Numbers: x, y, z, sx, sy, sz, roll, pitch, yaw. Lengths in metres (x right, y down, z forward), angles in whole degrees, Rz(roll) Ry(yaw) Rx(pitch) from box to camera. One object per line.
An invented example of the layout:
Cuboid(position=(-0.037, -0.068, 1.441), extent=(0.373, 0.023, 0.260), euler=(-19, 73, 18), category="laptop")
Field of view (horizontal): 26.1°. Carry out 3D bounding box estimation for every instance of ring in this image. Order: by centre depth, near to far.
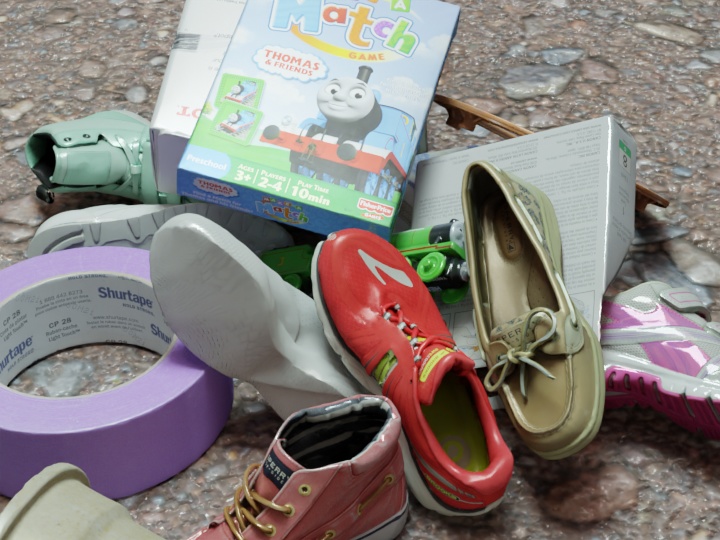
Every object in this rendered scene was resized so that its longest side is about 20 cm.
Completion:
Cuboid(position=(0.143, -0.087, 1.193), extent=(0.200, 0.019, 0.200), euler=(25, 5, -2), category="ring")

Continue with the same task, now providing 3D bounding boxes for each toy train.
Cuboid(position=(0.000, 0.000, 1.088), extent=(0.199, 0.042, 0.057), euler=(-9, 53, 40), category="toy train")

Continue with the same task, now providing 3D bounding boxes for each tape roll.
Cuboid(position=(-0.188, 0.067, 1.059), extent=(0.199, 0.066, 0.201), euler=(-1, 37, 1), category="tape roll")

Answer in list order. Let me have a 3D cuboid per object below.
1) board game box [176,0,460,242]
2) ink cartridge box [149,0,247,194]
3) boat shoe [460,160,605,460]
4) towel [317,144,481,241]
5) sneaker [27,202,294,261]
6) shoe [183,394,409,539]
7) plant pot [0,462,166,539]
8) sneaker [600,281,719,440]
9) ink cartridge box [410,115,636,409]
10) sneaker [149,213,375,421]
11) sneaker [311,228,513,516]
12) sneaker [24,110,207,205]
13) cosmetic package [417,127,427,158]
Cuboid(position=(-0.026, -0.121, 1.091), extent=(0.151, 0.037, 0.201), euler=(15, 59, 4), category="board game box")
Cuboid(position=(-0.067, -0.148, 1.174), extent=(0.145, 0.084, 0.201), euler=(10, 58, 1), category="ink cartridge box")
Cuboid(position=(0.099, 0.023, 0.976), extent=(0.073, 0.063, 0.201), euler=(-29, 53, 23), category="boat shoe")
Cuboid(position=(0.056, -0.047, 1.207), extent=(0.199, 0.024, 0.147), euler=(-14, 34, -28), category="towel")
Cuboid(position=(-0.149, -0.023, 1.179), extent=(0.199, 0.077, 0.081), euler=(2, 16, -3), category="sneaker")
Cuboid(position=(-0.058, 0.145, 0.921), extent=(0.199, 0.091, 0.071), euler=(-23, 41, -26), category="shoe")
Cuboid(position=(-0.098, 0.220, 0.761), extent=(0.183, 0.201, 0.201), euler=(19, 40, 9), category="plant pot")
Cuboid(position=(0.209, 0.051, 1.016), extent=(0.199, 0.081, 0.089), euler=(13, 70, 19), category="sneaker")
Cuboid(position=(0.105, 0.005, 1.055), extent=(0.160, 0.050, 0.201), euler=(-11, 64, 35), category="ink cartridge box")
Cuboid(position=(-0.058, 0.033, 1.024), extent=(0.075, 0.200, 0.089), euler=(-33, 19, 28), category="sneaker")
Cuboid(position=(0.040, 0.055, 0.966), extent=(0.077, 0.085, 0.201), euler=(-27, 82, -21), category="sneaker")
Cuboid(position=(-0.174, -0.072, 1.215), extent=(0.200, 0.074, 0.118), euler=(20, 25, 36), category="sneaker")
Cuboid(position=(-0.046, -0.132, 1.288), extent=(0.199, 0.106, 0.071), euler=(-4, 36, 0), category="cosmetic package")
